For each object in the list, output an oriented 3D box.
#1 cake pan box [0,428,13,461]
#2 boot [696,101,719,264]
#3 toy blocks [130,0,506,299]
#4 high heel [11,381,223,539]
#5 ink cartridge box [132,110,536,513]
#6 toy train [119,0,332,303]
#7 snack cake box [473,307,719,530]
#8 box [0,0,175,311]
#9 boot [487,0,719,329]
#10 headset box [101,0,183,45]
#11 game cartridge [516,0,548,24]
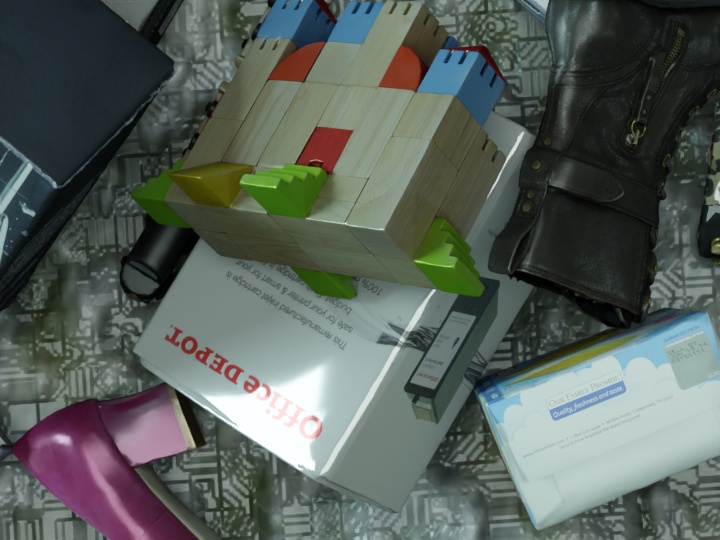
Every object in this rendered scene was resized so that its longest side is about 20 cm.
[{"bbox_3d":[-0.315,0.075,1.391,0.184,0.052,0.200,-40,87,-3],"label":"cake pan box"},{"bbox_3d":[0.249,0.010,1.369,0.153,0.073,0.205,7,81,4],"label":"boot"},{"bbox_3d":[0.000,-0.069,1.267,0.199,0.100,0.137,9,63,44],"label":"toy blocks"},{"bbox_3d":[-0.109,0.161,1.374,0.096,0.067,0.201,-21,89,6],"label":"high heel"},{"bbox_3d":[0.000,0.000,1.341,0.145,0.084,0.200,31,89,35],"label":"ink cartridge box"},{"bbox_3d":[-0.072,-0.073,1.393,0.034,0.046,0.201,29,88,3],"label":"toy train"},{"bbox_3d":[0.122,0.069,1.303,0.115,0.200,0.067,-23,90,0],"label":"snack cake box"},{"bbox_3d":[-0.232,-0.079,1.304,0.200,0.124,0.197,39,133,-1],"label":"box"},{"bbox_3d":[0.138,-0.058,1.300,0.069,0.200,0.175,4,85,47],"label":"boot"},{"bbox_3d":[-0.186,-0.188,1.387,0.200,0.077,0.149,32,89,1],"label":"headset box"},{"bbox_3d":[0.127,-0.194,1.400,0.200,0.040,0.133,41,92,3],"label":"game cartridge"}]
